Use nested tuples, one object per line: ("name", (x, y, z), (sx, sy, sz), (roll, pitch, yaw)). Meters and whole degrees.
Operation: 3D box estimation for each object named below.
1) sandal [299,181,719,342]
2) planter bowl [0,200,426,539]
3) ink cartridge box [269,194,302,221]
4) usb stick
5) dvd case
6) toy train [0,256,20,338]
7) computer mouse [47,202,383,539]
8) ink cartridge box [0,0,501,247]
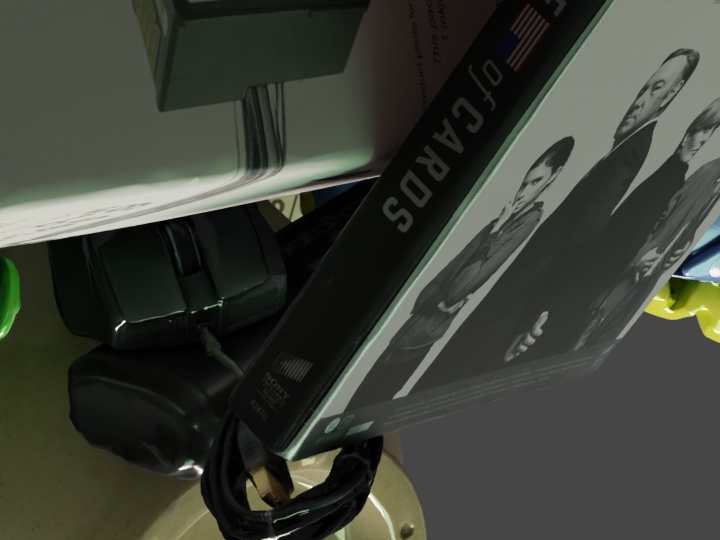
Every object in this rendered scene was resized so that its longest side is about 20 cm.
("sandal", (0.078, -0.027, 0.919), (0.199, 0.080, 0.087), (1, 141, -19))
("planter bowl", (-0.064, 0.071, 0.851), (0.200, 0.201, 0.135), (-10, -149, -37))
("ink cartridge box", (-0.065, -0.038, 0.997), (0.115, 0.068, 0.200), (-10, -169, -27))
("usb stick", (0.000, 0.000, 0.800), (0.055, 0.033, 0.200), (12, -148, 37))
("dvd case", (0.067, -0.046, 0.645), (0.200, 0.025, 0.150), (-55, 158, 24))
("toy train", (-0.151, 0.042, 0.776), (0.042, 0.057, 0.200), (12, 135, -35))
("computer mouse", (-0.038, 0.010, 0.712), (0.058, 0.034, 0.200), (-13, -154, -13))
("ink cartridge box", (-0.075, -0.048, 0.621), (0.145, 0.085, 0.200), (-10, 180, 35))
